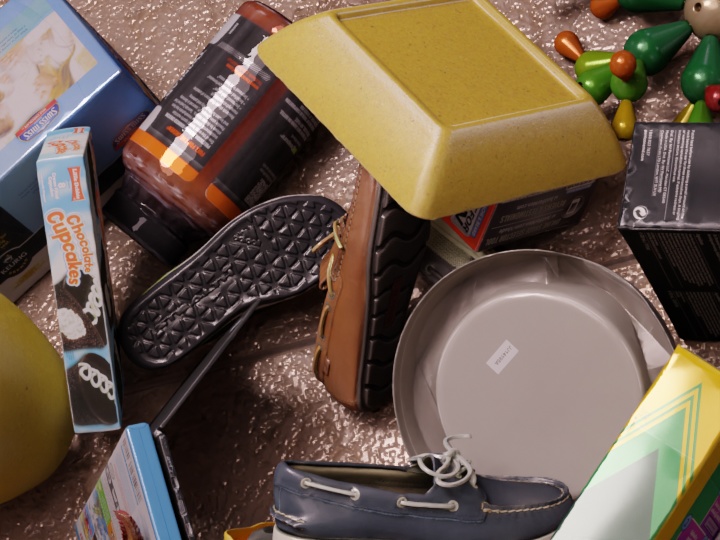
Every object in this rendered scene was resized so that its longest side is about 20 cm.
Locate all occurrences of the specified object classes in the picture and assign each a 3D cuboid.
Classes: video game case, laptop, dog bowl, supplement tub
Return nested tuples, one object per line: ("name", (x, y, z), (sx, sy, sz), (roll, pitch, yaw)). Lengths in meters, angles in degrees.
("video game case", (-0.153, 0.205, 1.316), (0.018, 0.200, 0.144), (-10, 68, -23))
("laptop", (-0.110, 0.148, 1.351), (0.103, 0.177, 0.201), (-13, 76, -23))
("dog bowl", (0.123, 0.080, 1.289), (0.199, 0.059, 0.201), (3, 100, 20))
("supplement tub", (-0.108, -0.100, 1.474), (0.107, 0.107, 0.200), (37, 84, 30))

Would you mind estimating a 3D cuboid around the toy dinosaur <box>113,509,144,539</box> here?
("toy dinosaur", (-0.193, 0.218, 1.344), (0.200, 0.105, 0.182), (-55, 27, 12))

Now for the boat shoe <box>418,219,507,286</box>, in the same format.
("boat shoe", (0.080, 0.011, 1.378), (0.201, 0.072, 0.066), (45, 102, 27))

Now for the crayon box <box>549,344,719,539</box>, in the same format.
("crayon box", (0.189, 0.160, 1.191), (0.058, 0.200, 0.173), (30, 81, 29))

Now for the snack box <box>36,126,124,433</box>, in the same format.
("snack box", (-0.201, 0.004, 1.405), (0.037, 0.116, 0.201), (-7, 105, -4))

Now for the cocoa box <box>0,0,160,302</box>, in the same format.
("cocoa box", (-0.263, -0.102, 1.521), (0.200, 0.131, 0.133), (-42, 60, 1))

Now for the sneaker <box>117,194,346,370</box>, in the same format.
("sneaker", (-0.096, 0.004, 1.437), (0.199, 0.083, 0.072), (-29, 92, 3))

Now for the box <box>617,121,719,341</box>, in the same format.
("box", (0.258, -0.019, 1.240), (0.141, 0.200, 0.079), (5, 70, 23))

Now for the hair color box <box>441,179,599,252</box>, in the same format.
("hair color box", (0.068, -0.106, 1.400), (0.200, 0.111, 0.064), (46, 133, 29))

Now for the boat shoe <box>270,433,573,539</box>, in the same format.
("boat shoe", (0.041, 0.142, 1.227), (0.199, 0.075, 0.062), (0, 103, -8))

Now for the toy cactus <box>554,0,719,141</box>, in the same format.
("toy cactus", (0.221, -0.176, 1.394), (0.165, 0.102, 0.200), (-29, 52, -3))

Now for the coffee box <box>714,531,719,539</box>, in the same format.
("coffee box", (0.314, 0.214, 1.170), (0.200, 0.113, 0.080), (30, 82, 28))

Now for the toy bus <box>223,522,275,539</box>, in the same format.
("toy bus", (-0.004, 0.272, 1.271), (0.199, 0.135, 0.193), (16, 95, 37))

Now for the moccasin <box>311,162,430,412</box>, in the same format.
("moccasin", (0.001, -0.001, 1.361), (0.078, 0.202, 0.074), (29, 40, 31))

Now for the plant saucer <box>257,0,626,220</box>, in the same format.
("plant saucer", (0.062, -0.129, 1.335), (0.199, 0.049, 0.200), (-15, 49, -36))

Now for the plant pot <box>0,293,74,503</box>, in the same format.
("plant pot", (-0.293, 0.099, 1.427), (0.199, 0.142, 0.201), (-15, 66, 38))
